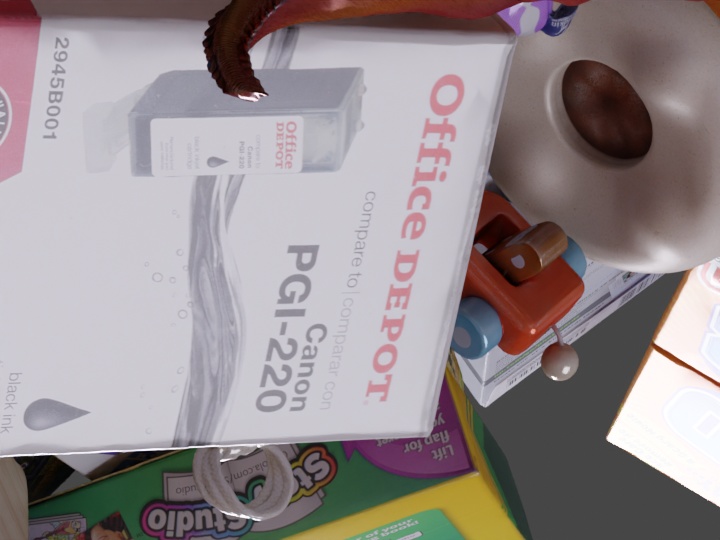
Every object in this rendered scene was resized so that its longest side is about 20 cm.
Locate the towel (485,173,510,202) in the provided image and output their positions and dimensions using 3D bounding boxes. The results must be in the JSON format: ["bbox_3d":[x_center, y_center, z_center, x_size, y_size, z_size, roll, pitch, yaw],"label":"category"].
[{"bbox_3d":[0.007,0.004,1.111,0.200,0.024,0.147,-42,159,19],"label":"towel"}]

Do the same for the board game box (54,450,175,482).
[{"bbox_3d":[-0.080,0.050,1.003,0.095,0.030,0.200,-38,156,-1],"label":"board game box"}]

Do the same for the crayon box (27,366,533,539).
[{"bbox_3d":[-0.035,0.115,1.052,0.198,0.059,0.173,-20,159,5],"label":"crayon box"}]

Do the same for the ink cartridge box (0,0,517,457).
[{"bbox_3d":[-0.065,-0.024,0.743,0.198,0.085,0.147,-2,117,-28],"label":"ink cartridge box"}]

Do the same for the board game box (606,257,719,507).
[{"bbox_3d":[0.270,0.015,1.188,0.200,0.199,0.200,-54,169,-32],"label":"board game box"}]

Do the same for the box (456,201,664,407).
[{"bbox_3d":[0.111,-0.014,1.151,0.155,0.041,0.200,-36,168,-7],"label":"box"}]

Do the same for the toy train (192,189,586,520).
[{"bbox_3d":[0.000,0.000,0.907,0.199,0.151,0.056,-31,166,-37],"label":"toy train"}]

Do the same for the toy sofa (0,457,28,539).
[{"bbox_3d":[-0.174,0.087,0.881,0.082,0.098,0.201,-8,150,-1],"label":"toy sofa"}]

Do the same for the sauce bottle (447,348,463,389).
[{"bbox_3d":[0.006,0.033,1.046,0.064,0.065,0.200,-35,162,-2],"label":"sauce bottle"}]

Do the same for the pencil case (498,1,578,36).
[{"bbox_3d":[-0.029,-0.075,0.841,0.199,0.084,0.085,-30,180,-11],"label":"pencil case"}]

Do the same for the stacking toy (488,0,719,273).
[{"bbox_3d":[0.145,-0.104,1.002,0.200,0.146,0.147,-40,164,-39],"label":"stacking toy"}]

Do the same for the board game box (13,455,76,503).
[{"bbox_3d":[-0.170,0.062,0.962,0.135,0.028,0.200,-44,156,12],"label":"board game box"}]

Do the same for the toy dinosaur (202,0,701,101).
[{"bbox_3d":[0.040,-0.103,0.731,0.181,0.105,0.201,34,78,-39],"label":"toy dinosaur"}]
